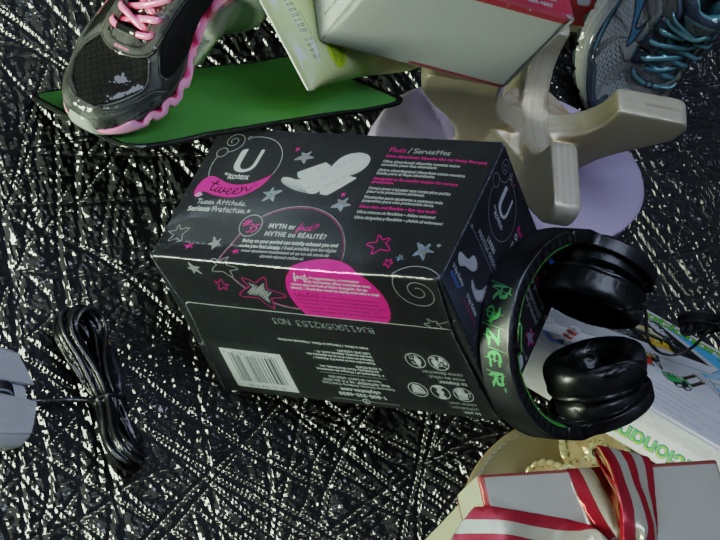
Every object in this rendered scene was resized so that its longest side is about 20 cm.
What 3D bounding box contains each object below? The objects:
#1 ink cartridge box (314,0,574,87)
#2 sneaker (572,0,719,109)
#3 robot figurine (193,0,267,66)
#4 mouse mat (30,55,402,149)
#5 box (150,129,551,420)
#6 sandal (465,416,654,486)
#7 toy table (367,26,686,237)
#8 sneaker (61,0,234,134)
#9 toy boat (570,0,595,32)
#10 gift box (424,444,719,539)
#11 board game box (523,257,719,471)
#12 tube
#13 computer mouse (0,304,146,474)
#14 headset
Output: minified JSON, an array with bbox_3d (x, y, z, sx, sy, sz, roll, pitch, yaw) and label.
[{"bbox_3d":[0.041,-0.233,1.577,0.144,0.083,0.201,11,55,-29],"label":"ink cartridge box"},{"bbox_3d":[0.210,-0.174,1.699,0.077,0.201,0.086,5,26,-28],"label":"sneaker"},{"bbox_3d":[-0.093,-0.237,1.637,0.169,0.113,0.201,25,69,-14],"label":"robot figurine"},{"bbox_3d":[-0.092,-0.109,1.576,0.199,0.161,0.008,-10,110,-27],"label":"mouse mat"},{"bbox_3d":[0.000,0.000,1.495,0.199,0.133,0.115,5,50,30],"label":"box"},{"bbox_3d":[0.161,0.111,1.592,0.211,0.070,0.078,-19,72,-30],"label":"sandal"},{"bbox_3d":[0.115,-0.092,1.658,0.199,0.117,0.185,-2,63,-22],"label":"toy table"},{"bbox_3d":[-0.117,-0.173,1.497,0.079,0.096,0.200,29,69,18],"label":"sneaker"},{"bbox_3d":[0.179,-0.246,1.759,0.199,0.131,0.131,4,61,-21],"label":"toy boat"},{"bbox_3d":[0.121,0.222,1.445,0.199,0.187,0.186,-6,65,-26],"label":"gift box"},{"bbox_3d":[0.177,0.067,1.586,0.199,0.035,0.126,31,27,13],"label":"board game box"},{"bbox_3d":[-0.009,-0.150,1.588,0.058,0.052,0.200,21,13,21],"label":"tube"},{"bbox_3d":[-0.228,0.075,1.465,0.199,0.044,0.110,-4,66,-25],"label":"computer mouse"},{"bbox_3d":[0.153,0.037,1.471,0.199,0.094,0.124,-2,95,-48],"label":"headset"}]
